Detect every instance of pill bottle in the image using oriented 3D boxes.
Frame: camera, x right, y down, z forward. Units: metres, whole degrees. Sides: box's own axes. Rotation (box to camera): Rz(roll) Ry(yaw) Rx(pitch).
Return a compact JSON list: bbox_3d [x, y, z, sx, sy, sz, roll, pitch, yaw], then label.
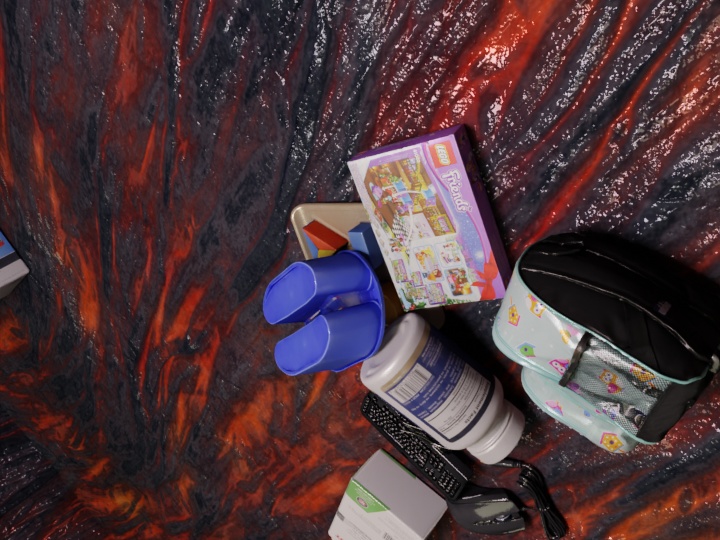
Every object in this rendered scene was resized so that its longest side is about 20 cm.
[{"bbox_3d":[0.107,0.153,0.921,0.200,0.111,0.111,39,141,-13],"label":"pill bottle"}]

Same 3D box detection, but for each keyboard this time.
[{"bbox_3d":[0.073,0.251,1.079,0.200,0.040,0.104,40,132,23],"label":"keyboard"}]

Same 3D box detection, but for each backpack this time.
[{"bbox_3d":[0.232,0.060,0.710,0.200,0.176,0.154,38,134,21],"label":"backpack"}]

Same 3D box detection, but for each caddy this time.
[{"bbox_3d":[-0.042,0.057,0.947,0.200,0.105,0.142,-34,69,54],"label":"caddy"}]

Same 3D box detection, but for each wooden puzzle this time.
[{"bbox_3d":[0.000,0.000,0.974,0.199,0.046,0.186,2,120,42],"label":"wooden puzzle"}]

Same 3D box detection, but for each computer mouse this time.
[{"bbox_3d":[0.183,0.328,1.050,0.200,0.046,0.141,-5,116,44],"label":"computer mouse"}]

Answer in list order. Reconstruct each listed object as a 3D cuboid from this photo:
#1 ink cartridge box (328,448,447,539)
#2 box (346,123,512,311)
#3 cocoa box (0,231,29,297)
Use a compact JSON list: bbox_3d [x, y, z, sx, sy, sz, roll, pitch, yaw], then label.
[{"bbox_3d":[0.041,0.413,1.213,0.146,0.084,0.200,36,138,17],"label":"ink cartridge box"},{"bbox_3d":[0.083,-0.054,0.844,0.136,0.039,0.201,-9,113,32],"label":"box"},{"bbox_3d":[-0.899,0.006,1.730,0.200,0.133,0.131,-26,100,49],"label":"cocoa box"}]
